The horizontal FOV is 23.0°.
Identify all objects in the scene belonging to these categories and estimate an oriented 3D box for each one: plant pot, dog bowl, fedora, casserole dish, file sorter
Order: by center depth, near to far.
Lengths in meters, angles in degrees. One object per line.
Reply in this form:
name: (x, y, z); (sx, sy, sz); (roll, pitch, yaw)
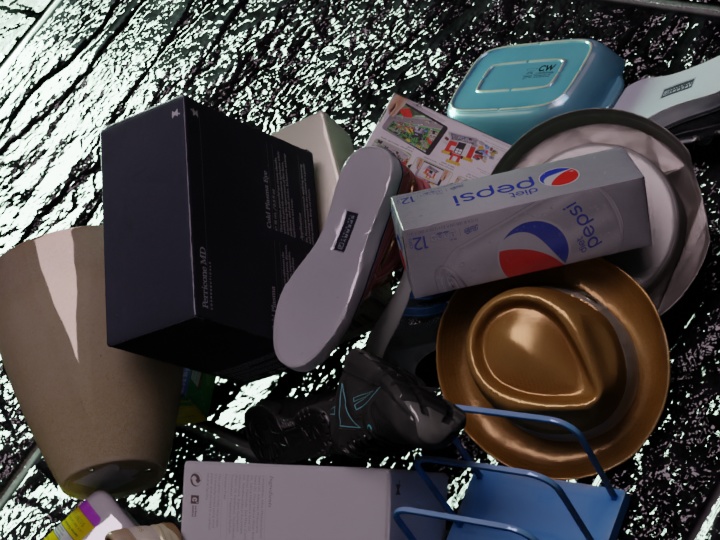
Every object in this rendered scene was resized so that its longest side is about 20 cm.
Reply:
file sorter: (0.094, 0.219, 1.343); (0.138, 0.123, 0.201); (4, 56, 34)
fedora: (0.147, 0.071, 1.411); (0.199, 0.082, 0.203); (-2, 85, 19)
dog bowl: (0.200, -0.033, 1.498); (0.198, 0.059, 0.202); (-5, 73, 15)
plant pot: (-0.233, 0.093, 1.568); (0.186, 0.187, 0.202); (-19, 64, 15)
casserole dish: (0.160, -0.172, 1.682); (0.199, 0.039, 0.122); (3, 51, 46)

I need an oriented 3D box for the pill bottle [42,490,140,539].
pill bottle: (-0.260, 0.290, 1.508); (0.200, 0.105, 0.104); (-43, 44, -9)

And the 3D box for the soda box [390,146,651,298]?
soda box: (0.128, -0.039, 1.419); (0.198, 0.064, 0.068); (-13, 27, -3)

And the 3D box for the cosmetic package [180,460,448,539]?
cosmetic package: (-0.038, 0.195, 1.447); (0.198, 0.101, 0.072); (-2, 82, 31)

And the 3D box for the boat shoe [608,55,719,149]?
boat shoe: (0.288, -0.137, 1.578); (0.199, 0.068, 0.072); (-20, 34, 47)

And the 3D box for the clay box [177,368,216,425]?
clay box: (-0.231, 0.098, 1.701); (0.198, 0.048, 0.116); (-10, 49, 23)

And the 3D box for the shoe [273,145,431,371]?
shoe: (0.000, 0.000, 1.507); (0.071, 0.091, 0.202); (19, 84, 35)

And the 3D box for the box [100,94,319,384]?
box: (-0.127, -0.023, 1.539); (0.103, 0.182, 0.202); (-18, 66, 32)

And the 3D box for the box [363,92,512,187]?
box: (0.095, -0.072, 1.590); (0.199, 0.035, 0.111); (25, 65, 9)

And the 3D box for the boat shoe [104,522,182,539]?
boat shoe: (-0.165, 0.303, 1.420); (0.072, 0.064, 0.202); (-39, 57, 54)

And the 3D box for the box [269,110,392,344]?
box: (-0.033, -0.038, 1.639); (0.082, 0.068, 0.202); (-22, 63, 18)

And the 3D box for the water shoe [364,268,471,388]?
water shoe: (0.075, 0.019, 1.510); (0.079, 0.201, 0.071); (36, 33, 18)

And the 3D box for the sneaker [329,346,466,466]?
sneaker: (0.024, 0.118, 1.361); (0.080, 0.075, 0.200); (-62, 15, 0)

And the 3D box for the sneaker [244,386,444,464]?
sneaker: (-0.015, 0.130, 1.531); (0.103, 0.061, 0.199); (-14, 1, -30)
